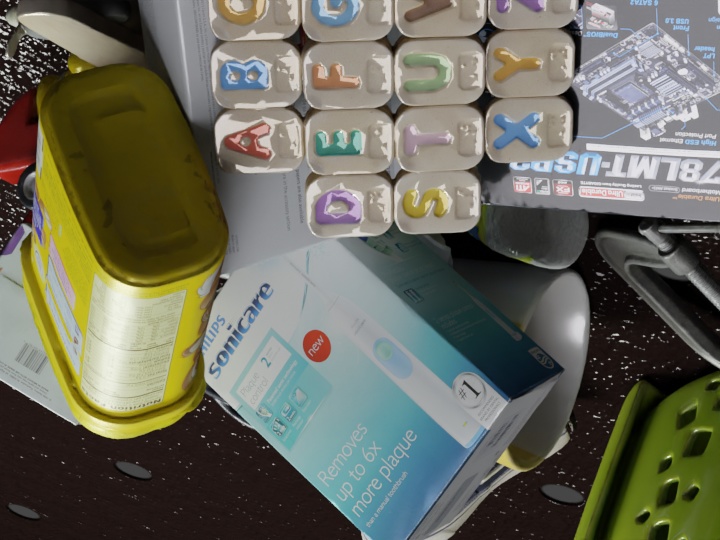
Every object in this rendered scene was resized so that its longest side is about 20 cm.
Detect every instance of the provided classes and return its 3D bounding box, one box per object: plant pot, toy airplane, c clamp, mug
[{"bbox_3d":[0.283,0.196,1.503,0.181,0.200,0.199,-3,147,49],"label":"plant pot"},{"bbox_3d":[-0.134,-0.126,1.245,0.199,0.141,0.200,-8,155,-20],"label":"toy airplane"},{"bbox_3d":[0.236,0.025,1.332,0.200,0.027,0.171,44,164,-30],"label":"c clamp"},{"bbox_3d":[0.061,0.059,1.422,0.153,0.150,0.186,15,-161,26],"label":"mug"}]

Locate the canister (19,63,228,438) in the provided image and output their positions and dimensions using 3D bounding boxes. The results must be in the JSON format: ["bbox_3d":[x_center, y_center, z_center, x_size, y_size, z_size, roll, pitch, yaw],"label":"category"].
[{"bbox_3d":[-0.138,-0.008,1.135,0.086,0.149,0.200,-17,158,-19],"label":"canister"}]

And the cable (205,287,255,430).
[{"bbox_3d":[-0.075,0.069,1.547,0.163,0.051,0.200,-2,144,25],"label":"cable"}]

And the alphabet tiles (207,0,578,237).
[{"bbox_3d":[0.018,-0.107,1.044,0.195,0.015,0.200,-1,122,-1],"label":"alphabet tiles"}]

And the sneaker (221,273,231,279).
[{"bbox_3d":[-0.082,-0.021,1.460,0.088,0.075,0.200,27,169,-39],"label":"sneaker"}]

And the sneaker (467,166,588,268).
[{"bbox_3d":[0.059,-0.066,1.308,0.200,0.076,0.105,34,167,-28],"label":"sneaker"}]

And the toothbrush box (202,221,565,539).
[{"bbox_3d":[0.005,0.059,1.265,0.200,0.085,0.147,44,118,17],"label":"toothbrush box"}]

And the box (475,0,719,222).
[{"bbox_3d":[0.154,-0.124,1.056,0.200,0.050,0.199,5,122,22],"label":"box"}]

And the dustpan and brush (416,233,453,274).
[{"bbox_3d":[0.000,0.000,1.373,0.057,0.200,0.140,7,115,-17],"label":"dustpan and brush"}]

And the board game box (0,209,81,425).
[{"bbox_3d":[-0.198,0.007,1.356,0.105,0.103,0.200,32,-166,-9],"label":"board game box"}]

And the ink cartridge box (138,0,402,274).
[{"bbox_3d":[-0.029,-0.118,1.131,0.175,0.084,0.200,-17,131,-17],"label":"ink cartridge box"}]

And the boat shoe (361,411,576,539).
[{"bbox_3d":[0.074,0.143,1.565,0.075,0.200,0.093,46,170,42],"label":"boat shoe"}]
